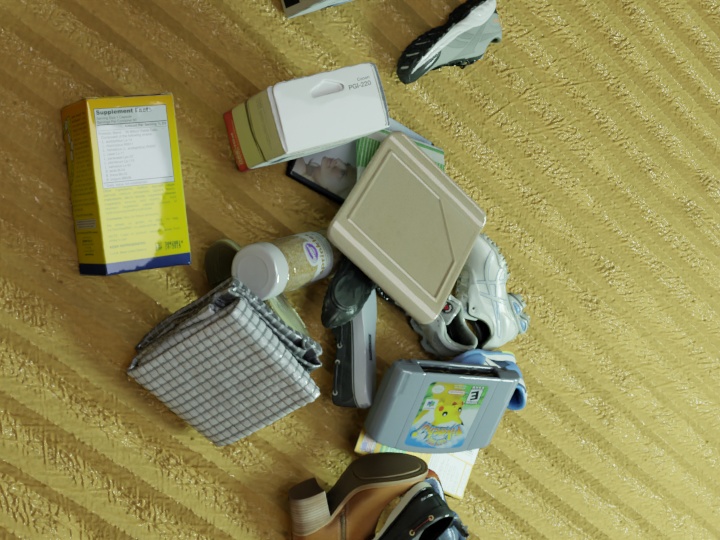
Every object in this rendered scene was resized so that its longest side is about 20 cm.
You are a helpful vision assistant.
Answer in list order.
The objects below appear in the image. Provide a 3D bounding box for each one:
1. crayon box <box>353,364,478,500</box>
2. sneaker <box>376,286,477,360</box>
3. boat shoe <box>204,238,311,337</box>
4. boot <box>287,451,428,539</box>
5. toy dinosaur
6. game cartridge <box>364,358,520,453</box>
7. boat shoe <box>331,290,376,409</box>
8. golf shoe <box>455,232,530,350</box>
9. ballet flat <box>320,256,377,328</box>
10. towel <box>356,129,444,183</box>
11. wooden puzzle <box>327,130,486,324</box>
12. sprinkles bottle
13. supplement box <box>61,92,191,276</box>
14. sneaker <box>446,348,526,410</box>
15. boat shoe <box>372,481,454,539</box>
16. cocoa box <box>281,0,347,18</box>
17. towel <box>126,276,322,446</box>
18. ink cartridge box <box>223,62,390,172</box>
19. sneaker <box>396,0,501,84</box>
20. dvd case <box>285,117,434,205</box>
[{"bbox_3d":[0.077,0.225,1.583,0.198,0.051,0.127,29,76,-29],"label":"crayon box"},{"bbox_3d":[0.096,0.039,1.570,0.200,0.088,0.074,49,60,-21],"label":"sneaker"},{"bbox_3d":[-0.128,0.039,1.458,0.201,0.073,0.063,52,23,-16],"label":"boat shoe"},{"bbox_3d":[0.005,0.334,1.505,0.197,0.074,0.157,-14,114,-5],"label":"boot"},{"bbox_3d":[0.102,0.363,1.574,0.103,0.200,0.185,-9,86,5],"label":"toy dinosaur"},{"bbox_3d":[0.109,0.185,1.515,0.197,0.041,0.135,6,123,-28],"label":"game cartridge"},{"bbox_3d":[-0.013,0.085,1.521,0.069,0.056,0.204,39,48,-66],"label":"boat shoe"},{"bbox_3d":[0.168,0.025,1.627,0.097,0.078,0.202,-35,106,-20],"label":"golf shoe"},{"bbox_3d":[0.000,0.000,1.486,0.066,0.057,0.200,43,45,-3],"label":"ballet flat"},{"bbox_3d":[0.055,-0.095,1.525,0.151,0.023,0.203,16,60,-30],"label":"towel"},{"bbox_3d":[0.062,-0.057,1.478,0.185,0.037,0.201,42,55,-13],"label":"wooden puzzle"},{"bbox_3d":[-0.084,-0.011,1.423,0.199,0.067,0.070,-19,101,-63],"label":"sprinkles bottle"},{"bbox_3d":[-0.278,-0.101,1.336,0.107,0.109,0.204,-8,95,-31],"label":"supplement box"},{"bbox_3d":[0.169,0.161,1.588,0.198,0.074,0.083,2,57,-46],"label":"sneaker"},{"bbox_3d":[0.046,0.374,1.480,0.073,0.063,0.203,18,111,-53],"label":"boat shoe"},{"bbox_3d":[-0.042,-0.450,1.463,0.130,0.133,0.203,-21,101,-30],"label":"cocoa box"},{"bbox_3d":[-0.159,0.109,1.364,0.166,0.199,0.086,45,34,-21],"label":"towel"},{"bbox_3d":[-0.070,-0.187,1.396,0.144,0.200,0.086,-17,93,-21],"label":"ink cartridge box"},{"bbox_3d":[0.133,-0.316,1.606,0.199,0.074,0.080,-38,113,-25],"label":"sneaker"},{"bbox_3d":[0.002,-0.154,1.557,0.198,0.017,0.145,27,76,-29],"label":"dvd case"}]
